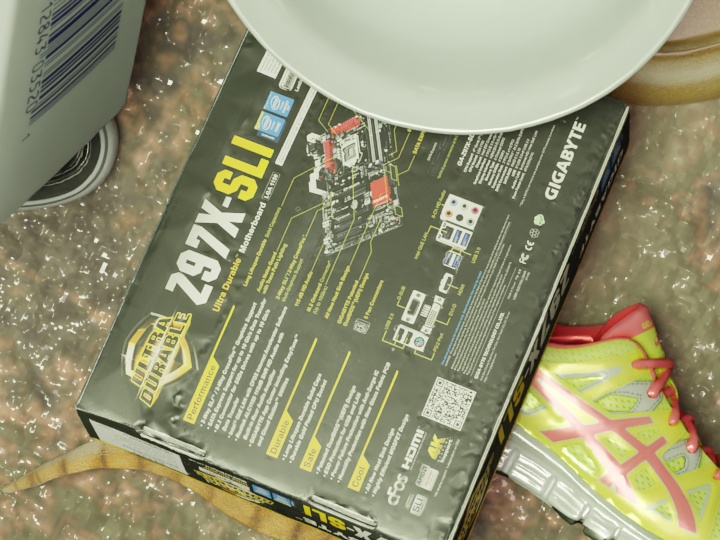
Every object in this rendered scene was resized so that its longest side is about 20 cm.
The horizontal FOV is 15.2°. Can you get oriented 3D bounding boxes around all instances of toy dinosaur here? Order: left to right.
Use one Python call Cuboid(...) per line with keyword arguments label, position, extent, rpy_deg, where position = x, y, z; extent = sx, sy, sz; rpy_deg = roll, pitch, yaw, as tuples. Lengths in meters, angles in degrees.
Cuboid(label="toy dinosaur", position=(-0.046, 0.081, 1.128), extent=(0.199, 0.060, 0.107), rpy_deg=(19, 99, 1))

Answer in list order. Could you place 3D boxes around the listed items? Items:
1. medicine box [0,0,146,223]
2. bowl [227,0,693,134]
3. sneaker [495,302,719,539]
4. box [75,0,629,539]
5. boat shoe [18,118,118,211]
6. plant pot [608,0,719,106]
Cuboid(label="medicine box", position=(-0.183, -0.146, 1.019), extent=(0.199, 0.103, 0.183), rpy_deg=(33, 140, 13))
Cuboid(label="bowl", position=(0.040, -0.161, 1.030), extent=(0.199, 0.091, 0.202), rpy_deg=(4, 119, 8))
Cuboid(label="sneaker", position=(0.109, 0.063, 1.110), extent=(0.199, 0.078, 0.091), rpy_deg=(31, 95, -1))
Cuboid(label="box", position=(0.000, 0.000, 1.075), extent=(0.159, 0.049, 0.201), rpy_deg=(20, 76, 12))
Cuboid(label="boat shoe", position=(-0.199, -0.071, 1.112), extent=(0.199, 0.066, 0.070), rpy_deg=(20, 98, 0))
Cuboid(label="plant pot", position=(0.123, -0.167, 1.106), extent=(0.198, 0.027, 0.202), rpy_deg=(0, 96, 2))
